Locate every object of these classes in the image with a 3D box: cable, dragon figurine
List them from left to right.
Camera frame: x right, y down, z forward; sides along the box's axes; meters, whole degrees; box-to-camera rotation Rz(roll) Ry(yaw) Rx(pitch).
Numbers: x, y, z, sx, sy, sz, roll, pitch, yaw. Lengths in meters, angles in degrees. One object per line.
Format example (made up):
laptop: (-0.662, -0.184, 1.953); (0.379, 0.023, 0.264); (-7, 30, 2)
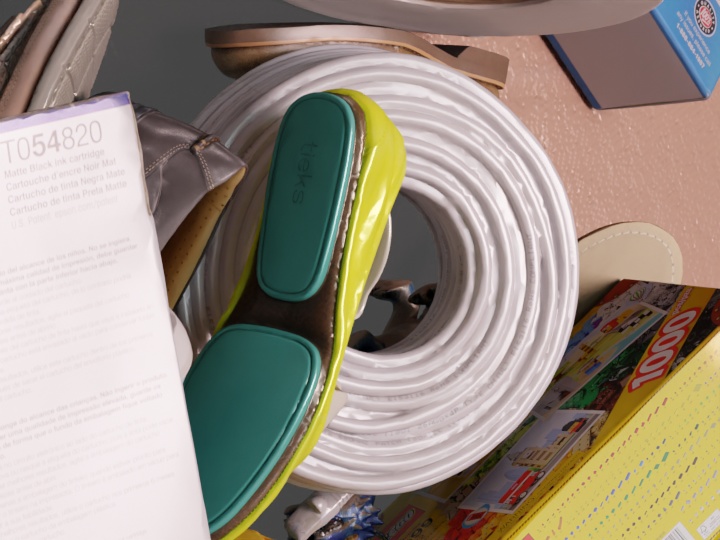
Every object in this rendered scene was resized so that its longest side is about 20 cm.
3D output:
cable: (0.000, 0.000, 0.996); (0.199, 0.069, 0.201); (-32, 101, -13)
dragon figurine: (0.025, 0.059, 1.098); (0.200, 0.059, 0.100); (-36, 115, -37)

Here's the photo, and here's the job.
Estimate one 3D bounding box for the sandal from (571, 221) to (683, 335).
sandal: (0.086, 0.063, 1.169); (0.077, 0.070, 0.213); (34, 83, -15)

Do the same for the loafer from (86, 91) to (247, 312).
loafer: (-0.106, 0.031, 0.920); (0.073, 0.072, 0.202); (-6, 112, -73)

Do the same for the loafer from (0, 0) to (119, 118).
loafer: (-0.157, -0.050, 0.910); (0.062, 0.072, 0.201); (19, 66, 1)

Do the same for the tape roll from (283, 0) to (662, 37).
tape roll: (0.048, -0.201, 1.040); (0.202, 0.202, 0.141); (11, 80, -46)

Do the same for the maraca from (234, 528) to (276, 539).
maraca: (-0.046, 0.170, 0.969); (0.199, 0.107, 0.138); (7, 46, -35)

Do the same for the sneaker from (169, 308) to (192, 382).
sneaker: (-0.137, 0.094, 0.879); (0.200, 0.074, 0.082); (-39, 131, 2)

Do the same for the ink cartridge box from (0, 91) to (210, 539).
ink cartridge box: (-0.147, 0.054, 0.756); (0.199, 0.040, 0.202); (-16, 102, -40)

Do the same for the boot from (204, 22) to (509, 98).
boot: (0.001, -0.081, 1.082); (0.199, 0.073, 0.076); (7, 92, -49)

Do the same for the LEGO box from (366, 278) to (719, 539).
LEGO box: (0.109, 0.100, 1.062); (0.200, 0.149, 0.077); (-43, 103, -12)

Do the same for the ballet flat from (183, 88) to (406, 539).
ballet flat: (-0.025, 0.024, 0.924); (0.067, 0.066, 0.202); (28, 78, -58)

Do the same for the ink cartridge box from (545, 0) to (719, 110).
ink cartridge box: (0.167, -0.213, 1.252); (0.145, 0.083, 0.201); (51, 54, -32)
